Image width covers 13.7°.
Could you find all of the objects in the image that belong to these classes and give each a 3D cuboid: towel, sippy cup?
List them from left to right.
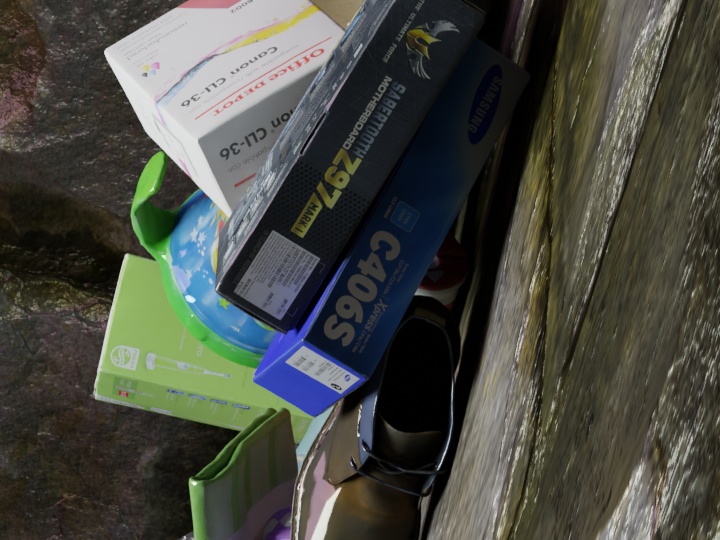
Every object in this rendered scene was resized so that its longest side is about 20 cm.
[{"bbox_3d":[-0.056,0.194,1.740,0.149,0.031,0.200,-46,-48,-68],"label":"towel"},{"bbox_3d":[-0.044,-0.024,1.890,0.140,0.178,0.130,66,151,18],"label":"sippy cup"}]

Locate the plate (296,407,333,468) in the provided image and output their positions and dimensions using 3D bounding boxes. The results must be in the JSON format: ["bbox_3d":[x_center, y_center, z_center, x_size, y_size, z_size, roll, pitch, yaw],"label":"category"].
[{"bbox_3d":[-0.030,0.184,1.875,0.200,0.026,0.200,-177,90,-75],"label":"plate"}]

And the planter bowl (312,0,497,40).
[{"bbox_3d":[0.016,-0.218,1.928,0.135,0.200,0.200,-50,-1,-10],"label":"planter bowl"}]

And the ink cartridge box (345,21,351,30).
[{"bbox_3d":[0.028,-0.105,1.835,0.044,0.094,0.200,-40,-3,-10],"label":"ink cartridge box"}]

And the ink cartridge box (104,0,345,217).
[{"bbox_3d":[-0.058,-0.101,1.768,0.200,0.116,0.068,44,163,55],"label":"ink cartridge box"}]

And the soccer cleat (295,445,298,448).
[{"bbox_3d":[-0.031,0.170,2.044,0.200,0.069,0.085,-164,91,-82],"label":"soccer cleat"}]

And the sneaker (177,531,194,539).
[{"bbox_3d":[-0.069,0.243,1.828,0.088,0.076,0.200,-113,12,-49],"label":"sneaker"}]

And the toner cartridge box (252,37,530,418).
[{"bbox_3d":[0.017,-0.023,1.601,0.200,0.043,0.095,-61,10,-22],"label":"toner cartridge box"}]

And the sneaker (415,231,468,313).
[{"bbox_3d":[0.000,0.000,1.780,0.200,0.078,0.116,-114,30,-56],"label":"sneaker"}]

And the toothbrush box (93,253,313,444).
[{"bbox_3d":[-0.075,0.061,2.038,0.146,0.200,0.086,118,166,-79],"label":"toothbrush box"}]

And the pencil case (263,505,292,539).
[{"bbox_3d":[-0.032,0.225,1.662,0.085,0.084,0.200,-34,36,47],"label":"pencil case"}]

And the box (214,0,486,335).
[{"bbox_3d":[-0.007,-0.075,1.601,0.200,0.051,0.158,-57,9,9],"label":"box"}]

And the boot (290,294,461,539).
[{"bbox_3d":[0.006,0.106,1.594,0.097,0.075,0.200,108,177,-85],"label":"boot"}]
